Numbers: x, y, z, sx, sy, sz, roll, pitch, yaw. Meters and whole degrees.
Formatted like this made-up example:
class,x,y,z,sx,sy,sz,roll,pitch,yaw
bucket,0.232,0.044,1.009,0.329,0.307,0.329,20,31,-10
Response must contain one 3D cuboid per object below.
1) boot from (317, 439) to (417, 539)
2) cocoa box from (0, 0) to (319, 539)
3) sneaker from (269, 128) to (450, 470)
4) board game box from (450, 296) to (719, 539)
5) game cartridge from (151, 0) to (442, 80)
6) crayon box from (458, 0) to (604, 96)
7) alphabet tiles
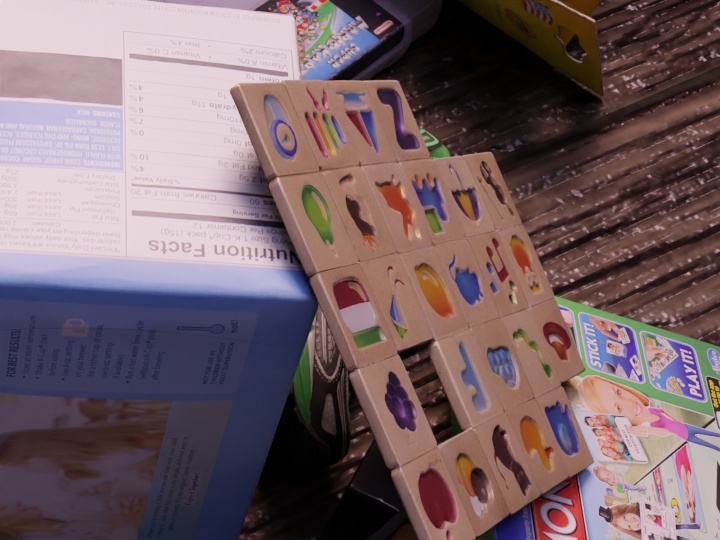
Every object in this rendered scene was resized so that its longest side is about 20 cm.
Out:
class,x,y,z,sx,sy,sz,roll,pitch,yaw
boot,0.058,0.175,0.715,0.199,0.069,0.188,30,39,2
cocoa box,-0.099,0.012,0.699,0.133,0.200,0.132,3,53,-13
sneaker,0.000,0.000,0.812,0.085,0.078,0.201,15,51,-4
board game box,0.104,0.091,0.759,0.134,0.029,0.201,18,38,-16
game cartridge,-0.065,-0.119,0.915,0.129,0.038,0.200,37,54,19
crayon box,0.051,-0.175,0.925,0.200,0.127,0.051,37,87,13
alphabet tiles,0.031,0.007,0.685,0.200,0.008,0.168,-13,79,-65
